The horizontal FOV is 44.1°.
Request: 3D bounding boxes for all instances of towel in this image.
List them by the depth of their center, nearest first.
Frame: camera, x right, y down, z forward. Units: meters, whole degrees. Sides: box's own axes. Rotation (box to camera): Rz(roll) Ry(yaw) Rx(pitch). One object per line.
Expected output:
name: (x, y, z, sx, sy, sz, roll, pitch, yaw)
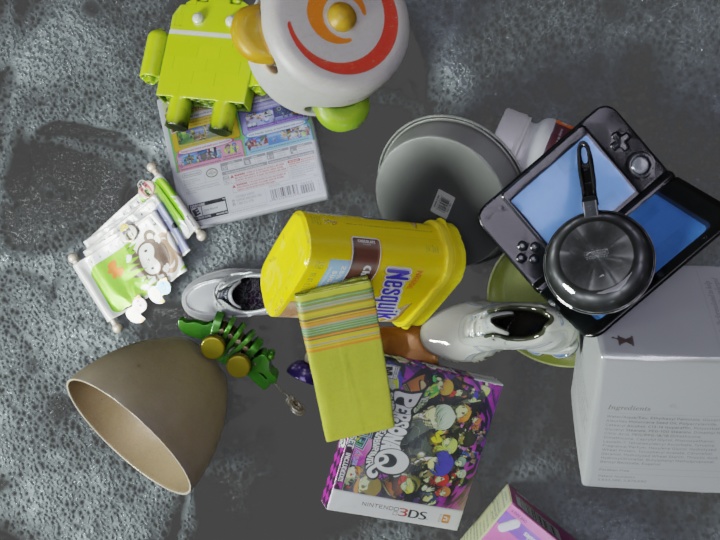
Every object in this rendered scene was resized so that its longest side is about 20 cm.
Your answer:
towel: (-0.015, 0.103, 1.005, 0.086, 0.018, 0.200, -11, 117, -2)

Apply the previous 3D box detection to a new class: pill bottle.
pill bottle: (0.251, -0.115, 1.079, 0.200, 0.114, 0.114, 24, 92, 6)

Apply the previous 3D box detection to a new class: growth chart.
growth chart: (-0.295, -0.024, 1.180, 0.200, 0.018, 0.145, -43, 83, 13)

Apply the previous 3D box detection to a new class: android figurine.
android figurine: (-0.193, -0.276, 1.154, 0.182, 0.041, 0.200, 9, 82, 11)

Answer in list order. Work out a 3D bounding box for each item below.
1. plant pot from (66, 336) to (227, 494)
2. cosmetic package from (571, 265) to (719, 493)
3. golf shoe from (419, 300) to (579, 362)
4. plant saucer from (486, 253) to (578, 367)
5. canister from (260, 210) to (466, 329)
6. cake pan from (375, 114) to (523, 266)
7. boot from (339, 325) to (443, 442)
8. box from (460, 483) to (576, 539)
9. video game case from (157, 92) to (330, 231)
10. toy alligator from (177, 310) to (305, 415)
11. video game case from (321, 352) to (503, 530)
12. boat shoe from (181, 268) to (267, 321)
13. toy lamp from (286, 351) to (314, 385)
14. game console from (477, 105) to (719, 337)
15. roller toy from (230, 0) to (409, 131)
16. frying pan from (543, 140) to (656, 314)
plant pot: (-0.246, 0.161, 1.114, 0.200, 0.200, 0.134, 38, 59, 6)
cosmetic package: (0.333, 0.120, 1.002, 0.165, 0.165, 0.200, 2, 126, 7)
golf shoe: (0.152, 0.062, 1.037, 0.200, 0.097, 0.078, -7, 71, 28)
plant saucer: (0.256, 0.028, 1.083, 0.200, 0.031, 0.200, 6, 119, 10)
canister: (0.000, 0.000, 1.035, 0.200, 0.149, 0.087, 4, 53, -28)
cake pan: (0.103, -0.088, 1.079, 0.200, 0.037, 0.201, 15, 125, 23)
boot: (0.039, 0.170, 1.127, 0.144, 0.071, 0.202, -6, 102, -7)
box: (0.189, 0.402, 1.090, 0.176, 0.097, 0.200, 40, 94, 5)
video game case: (-0.154, -0.161, 1.173, 0.200, 0.022, 0.182, -13, 88, 7)
toy alligator: (-0.136, 0.106, 1.119, 0.200, 0.059, 0.054, 37, 105, -9)
video game case: (0.064, 0.211, 1.095, 0.181, 0.036, 0.200, 15, 96, -19)
boat shoe: (-0.150, 0.032, 1.130, 0.200, 0.069, 0.072, 2, 87, 23)
toy lamp: (-0.034, 0.048, 1.139, 0.058, 0.058, 0.200, 23, 91, 6)
game console: (0.257, -0.059, 0.959, 0.200, 0.116, 0.176, -41, 91, 3)
roller toy: (-0.042, -0.289, 1.073, 0.200, 0.140, 0.183, 32, 77, -14)
frying pan: (0.258, -0.046, 0.930, 0.115, 0.031, 0.190, 14, 79, 25)
